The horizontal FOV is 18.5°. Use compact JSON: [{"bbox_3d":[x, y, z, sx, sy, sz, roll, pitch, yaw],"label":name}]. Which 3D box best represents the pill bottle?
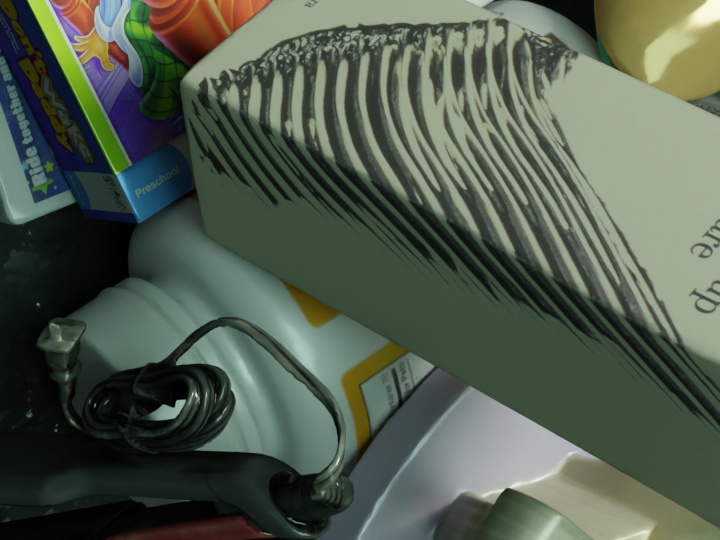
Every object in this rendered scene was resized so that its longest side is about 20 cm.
[{"bbox_3d":[0.000,0.000,0.735,0.200,0.109,0.110,-33,109,-23],"label":"pill bottle"}]

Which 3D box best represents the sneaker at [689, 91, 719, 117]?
[{"bbox_3d":[0.133,-0.007,0.827,0.082,0.074,0.201,26,77,-72],"label":"sneaker"}]

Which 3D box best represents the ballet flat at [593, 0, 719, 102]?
[{"bbox_3d":[0.141,-0.127,0.764,0.069,0.063,0.200,45,45,-5],"label":"ballet flat"}]

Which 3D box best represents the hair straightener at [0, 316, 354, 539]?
[{"bbox_3d":[-0.077,0.053,0.648,0.041,0.200,0.077,-36,108,-40],"label":"hair straightener"}]

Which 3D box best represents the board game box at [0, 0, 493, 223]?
[{"bbox_3d":[-0.031,-0.124,0.724,0.200,0.045,0.135,-34,110,-23],"label":"board game box"}]

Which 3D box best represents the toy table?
[{"bbox_3d":[0.070,0.107,0.677,0.183,0.117,0.201,26,88,-36],"label":"toy table"}]

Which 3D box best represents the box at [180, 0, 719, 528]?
[{"bbox_3d":[0.049,-0.013,0.619,0.082,0.200,0.069,-44,146,-31],"label":"box"}]

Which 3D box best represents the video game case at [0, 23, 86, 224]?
[{"bbox_3d":[-0.054,-0.117,0.748,0.199,0.018,0.144,-24,106,-27],"label":"video game case"}]
